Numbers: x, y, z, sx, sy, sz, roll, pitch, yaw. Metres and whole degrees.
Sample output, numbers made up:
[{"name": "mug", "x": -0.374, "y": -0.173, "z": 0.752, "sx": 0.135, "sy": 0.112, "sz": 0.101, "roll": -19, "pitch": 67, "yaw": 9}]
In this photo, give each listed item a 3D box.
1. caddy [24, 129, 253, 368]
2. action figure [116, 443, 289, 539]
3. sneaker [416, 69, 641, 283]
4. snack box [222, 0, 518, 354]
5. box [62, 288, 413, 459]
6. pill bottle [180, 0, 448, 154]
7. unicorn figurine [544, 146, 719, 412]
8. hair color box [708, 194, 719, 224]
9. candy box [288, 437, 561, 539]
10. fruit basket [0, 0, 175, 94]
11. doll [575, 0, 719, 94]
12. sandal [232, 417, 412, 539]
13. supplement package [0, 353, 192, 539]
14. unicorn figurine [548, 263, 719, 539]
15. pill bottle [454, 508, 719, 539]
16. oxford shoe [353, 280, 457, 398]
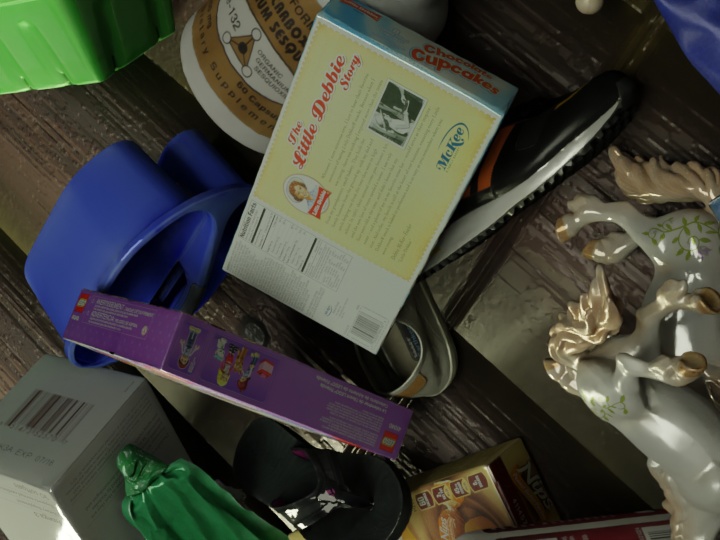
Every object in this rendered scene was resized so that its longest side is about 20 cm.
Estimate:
[{"name": "caddy", "x": -0.153, "y": -0.008, "z": 0.844, "sx": 0.105, "sy": 0.141, "sz": 0.200, "roll": 50, "pitch": 127, "yaw": 15}, {"name": "action figure", "x": -0.118, "y": 0.200, "z": 0.878, "sx": 0.118, "sy": 0.055, "sz": 0.200, "roll": -35, "pitch": 121, "yaw": 3}, {"name": "sneaker", "x": 0.074, "y": -0.073, "z": 0.704, "sx": 0.200, "sy": 0.070, "sz": 0.090, "roll": -40, "pitch": 84, "yaw": 39}, {"name": "snack box", "x": -0.001, "y": -0.050, "z": 0.686, "sx": 0.116, "sy": 0.037, "sz": 0.200, "roll": 29, "pitch": 130, "yaw": 3}, {"name": "box", "x": -0.080, "y": 0.070, "z": 0.773, "sx": 0.137, "sy": 0.200, "sz": 0.039, "roll": 9, "pitch": 75, "yaw": 51}, {"name": "pill bottle", "x": -0.011, "y": -0.167, "z": 0.706, "sx": 0.200, "sy": 0.114, "sz": 0.115, "roll": -34, "pitch": 85, "yaw": 38}, {"name": "unicorn figurine", "x": 0.179, "y": 0.035, "z": 0.655, "sx": 0.137, "sy": 0.074, "sz": 0.201, "roll": 7, "pitch": 110, "yaw": 37}, {"name": "hair color box", "x": 0.264, "y": 0.029, "z": 0.584, "sx": 0.060, "sy": 0.100, "sz": 0.201, "roll": -32, "pitch": 85, "yaw": 38}, {"name": "candy box", "x": 0.052, "y": 0.206, "z": 0.822, "sx": 0.200, "sy": 0.055, "sz": 0.116, "roll": -28, "pitch": 87, "yaw": 38}, {"name": "fruit basket", "x": -0.246, "y": -0.244, "z": 0.840, "sx": 0.215, "sy": 0.156, "sz": 0.216, "roll": 19, "pitch": 132, "yaw": 22}, {"name": "doll", "x": 0.173, "y": -0.176, "z": 0.613, "sx": 0.136, "sy": 0.048, "sz": 0.201, "roll": -32, "pitch": 86, "yaw": 37}, {"name": "sandal", "x": -0.042, "y": 0.156, "z": 0.832, "sx": 0.200, "sy": 0.048, "sz": 0.076, "roll": 10, "pitch": 79, "yaw": 51}, {"name": "supplement package", "x": -0.206, "y": 0.184, "z": 0.916, "sx": 0.116, "sy": 0.117, "sz": 0.201, "roll": 8, "pitch": 135, "yaw": 33}, {"name": "unicorn figurine", "x": 0.171, "y": 0.091, "z": 0.593, "sx": 0.200, "sy": 0.074, "sz": 0.137, "roll": 58, "pitch": 146, "yaw": 12}, {"name": "pill bottle", "x": 0.116, "y": 0.206, "z": 0.684, "sx": 0.199, "sy": 0.113, "sz": 0.114, "roll": -6, "pitch": 105, "yaw": -2}, {"name": "oxford shoe", "x": 0.000, "y": 0.000, "z": 0.790, "sx": 0.075, "sy": 0.058, "sz": 0.201, "roll": -31, "pitch": 85, "yaw": 40}]
